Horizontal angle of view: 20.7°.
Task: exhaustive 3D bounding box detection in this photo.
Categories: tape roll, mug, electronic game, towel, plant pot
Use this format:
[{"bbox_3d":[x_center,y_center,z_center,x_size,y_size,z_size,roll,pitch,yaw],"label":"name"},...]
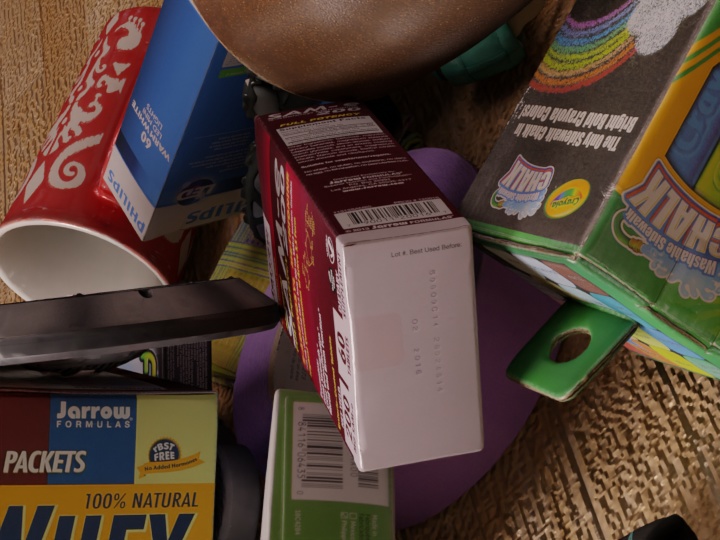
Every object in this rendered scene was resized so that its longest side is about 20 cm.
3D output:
[{"bbox_3d":[0.019,0.036,1.060,0.200,0.065,0.201,-37,36,33],"label":"tape roll"},{"bbox_3d":[-0.146,-0.079,1.359,0.177,0.133,0.201,-19,42,44],"label":"mug"},{"bbox_3d":[-0.139,0.032,0.978,0.199,0.199,0.042,-5,91,54],"label":"electronic game"},{"bbox_3d":[-0.042,-0.012,1.239,0.143,0.023,0.201,12,72,59],"label":"towel"},{"bbox_3d":[0.033,-0.185,0.925,0.200,0.186,0.188,-6,56,60],"label":"plant pot"}]

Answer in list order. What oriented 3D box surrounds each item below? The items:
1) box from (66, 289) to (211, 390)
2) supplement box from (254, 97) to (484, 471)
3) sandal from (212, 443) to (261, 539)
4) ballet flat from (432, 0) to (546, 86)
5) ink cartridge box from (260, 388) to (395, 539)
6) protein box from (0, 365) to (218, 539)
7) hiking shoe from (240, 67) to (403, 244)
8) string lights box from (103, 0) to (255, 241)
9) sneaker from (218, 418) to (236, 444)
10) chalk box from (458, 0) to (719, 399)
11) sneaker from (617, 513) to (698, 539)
[{"bbox_3d":[-0.130,0.112,1.147,0.110,0.035,0.202,-5,84,51],"label":"box"},{"bbox_3d":[0.000,0.000,0.922,0.200,0.060,0.110,-124,27,-66],"label":"supplement box"},{"bbox_3d":[-0.077,0.185,1.038,0.076,0.042,0.201,-121,43,-52],"label":"sandal"},{"bbox_3d":[0.089,-0.195,1.190,0.070,0.067,0.201,-6,54,24],"label":"ballet flat"},{"bbox_3d":[-0.023,0.161,0.968,0.201,0.059,0.104,99,174,-47],"label":"ink cartridge box"},{"bbox_3d":[-0.173,0.152,1.032,0.200,0.134,0.201,-176,88,-65],"label":"protein box"},{"bbox_3d":[-0.021,-0.070,1.121,0.201,0.086,0.075,93,-172,-59],"label":"hiking shoe"},{"bbox_3d":[-0.076,-0.111,1.176,0.059,0.102,0.201,55,141,25],"label":"string lights box"},{"bbox_3d":[-0.145,0.092,1.231,0.070,0.082,0.200,-57,30,-2],"label":"sneaker"},{"bbox_3d":[0.135,-0.030,0.866,0.201,0.123,0.125,-61,23,-4],"label":"chalk box"},{"bbox_3d":[0.122,0.174,0.768,0.079,0.075,0.201,-44,32,17],"label":"sneaker"}]
